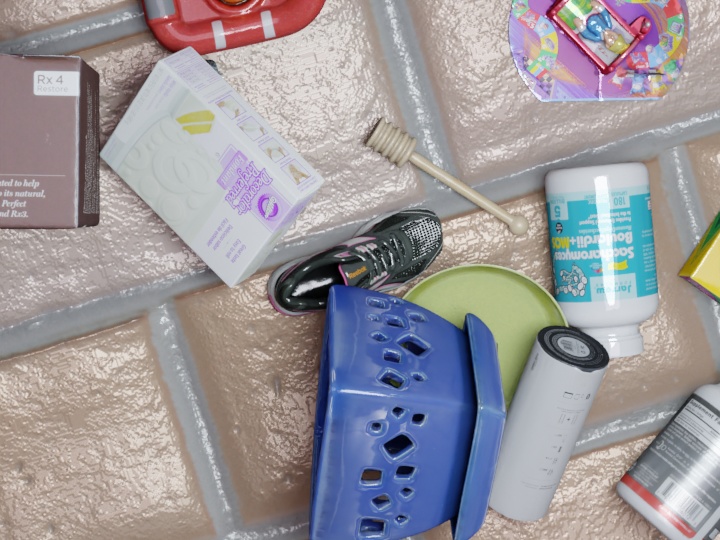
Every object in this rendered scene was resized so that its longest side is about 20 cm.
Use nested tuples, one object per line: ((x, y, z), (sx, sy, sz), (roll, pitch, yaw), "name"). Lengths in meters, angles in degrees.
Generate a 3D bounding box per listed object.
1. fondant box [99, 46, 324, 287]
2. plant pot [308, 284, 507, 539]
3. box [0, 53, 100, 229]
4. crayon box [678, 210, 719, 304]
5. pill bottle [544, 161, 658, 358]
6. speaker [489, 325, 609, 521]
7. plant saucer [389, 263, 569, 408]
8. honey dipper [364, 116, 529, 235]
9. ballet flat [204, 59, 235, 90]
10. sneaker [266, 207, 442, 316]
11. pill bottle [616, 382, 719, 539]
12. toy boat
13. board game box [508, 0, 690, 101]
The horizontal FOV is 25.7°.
((-0.153, -0.105, 1.603), (0.200, 0.058, 0.144), (44, 127, 5), "fondant box")
((0.045, 0.151, 1.584), (0.178, 0.200, 0.201), (6, 120, -4), "plant pot")
((-0.349, -0.125, 1.569), (0.165, 0.200, 0.166), (1, 93, -3), "box")
((0.476, -0.010, 1.709), (0.199, 0.058, 0.173), (34, 91, -5), "crayon box")
((0.256, -0.011, 1.665), (0.110, 0.111, 0.202), (-6, 93, -4), "pill bottle")
((0.190, 0.162, 1.647), (0.081, 0.081, 0.201), (14, 118, -5), "speaker")
((0.123, 0.079, 1.674), (0.198, 0.031, 0.201), (0, 114, 1), "plant saucer")
((0.097, -0.097, 1.687), (0.199, 0.038, 0.038), (31, 90, -7), "honey dipper")
((-0.129, -0.134, 1.656), (0.074, 0.074, 0.201), (-30, 99, -2), "ballet flat")
((0.000, 0.000, 1.659), (0.199, 0.086, 0.081), (-28, 96, -3), "sneaker")
((0.376, 0.195, 1.683), (0.116, 0.116, 0.200), (41, 89, -5), "pill bottle")
((-0.128, -0.297, 1.611), (0.198, 0.131, 0.132), (-13, 94, -3), "toy boat")
((0.260, -0.262, 1.687), (0.198, 0.039, 0.159), (-1, 93, -5), "board game box")
